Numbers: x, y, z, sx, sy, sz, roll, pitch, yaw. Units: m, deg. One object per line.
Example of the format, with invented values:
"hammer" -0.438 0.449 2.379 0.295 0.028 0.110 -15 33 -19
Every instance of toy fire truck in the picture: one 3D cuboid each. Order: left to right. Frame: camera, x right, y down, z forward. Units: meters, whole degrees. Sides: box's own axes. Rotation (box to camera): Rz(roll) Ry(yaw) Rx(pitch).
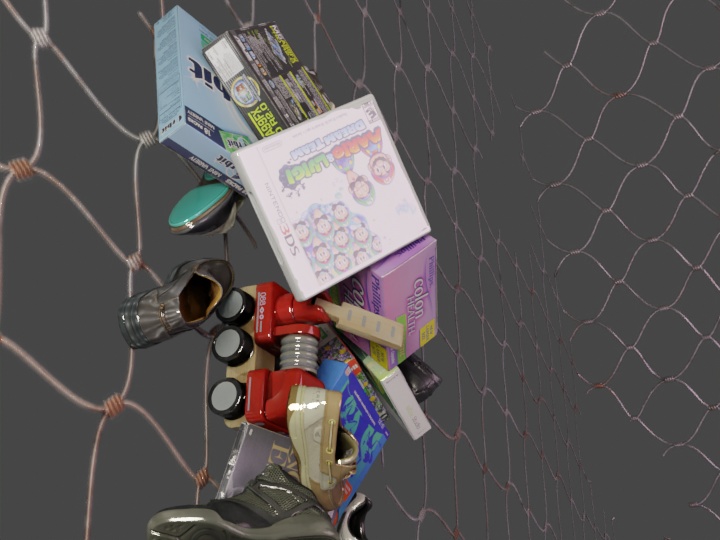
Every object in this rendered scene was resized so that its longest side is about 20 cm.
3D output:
"toy fire truck" -0.061 0.102 1.054 0.129 0.199 0.177 42 43 -55

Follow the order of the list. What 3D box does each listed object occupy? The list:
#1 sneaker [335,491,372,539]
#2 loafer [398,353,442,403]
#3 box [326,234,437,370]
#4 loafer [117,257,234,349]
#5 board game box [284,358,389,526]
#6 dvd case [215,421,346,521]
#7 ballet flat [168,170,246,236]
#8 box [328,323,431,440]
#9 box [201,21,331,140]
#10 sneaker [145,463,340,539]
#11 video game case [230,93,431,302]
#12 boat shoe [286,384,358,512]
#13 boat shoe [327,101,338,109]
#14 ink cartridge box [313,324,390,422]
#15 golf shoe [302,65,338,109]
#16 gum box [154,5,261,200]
"sneaker" -0.024 0.389 1.159 0.076 0.087 0.201 40 46 -59
"loafer" 0.047 0.118 1.370 0.201 0.070 0.068 50 -13 22
"box" 0.000 0.000 1.173 0.097 0.200 0.176 -34 141 -27
"loafer" -0.181 0.031 0.969 0.200 0.072 0.073 -49 124 -63
"board game box" -0.052 0.239 1.128 0.200 0.045 0.152 -55 134 -30
"dvd case" -0.093 0.274 1.035 0.200 0.016 0.149 33 70 -47
"ballet flat" -0.169 -0.087 1.060 0.200 0.073 0.073 -75 146 -50
"box" 0.017 0.140 1.275 0.200 0.036 0.145 42 -15 48
"box" -0.095 -0.207 1.092 0.200 0.044 0.160 57 23 -9
"sneaker" -0.128 0.262 0.932 0.114 0.198 0.077 -126 -136 -61
"video game case" -0.028 -0.088 1.020 0.200 0.024 0.183 -29 99 -30
"boat shoe" -0.035 0.208 0.996 0.074 0.066 0.201 -84 168 -45
"boat shoe" -0.063 -0.139 1.246 0.062 0.071 0.201 24 80 -23
"ink cartridge box" -0.035 0.128 1.229 0.109 0.050 0.200 47 -12 53
"golf shoe" -0.073 -0.264 1.351 0.200 0.077 0.095 35 49 -61
"gum box" -0.165 -0.192 1.046 0.170 0.044 0.201 33 36 -44
